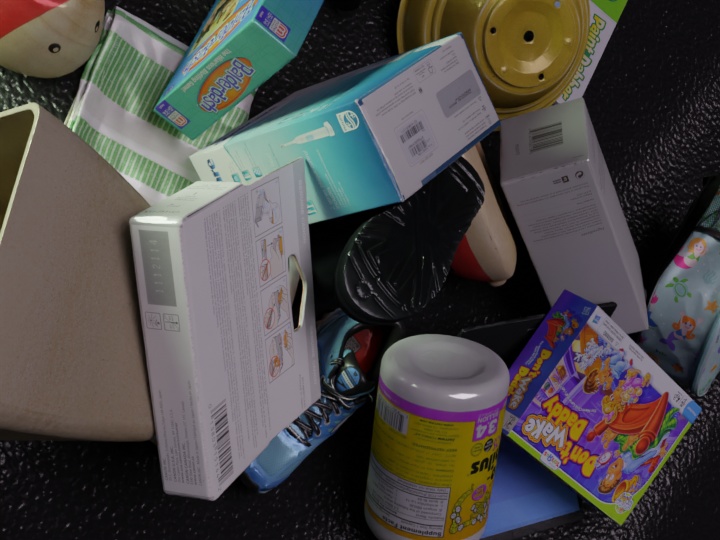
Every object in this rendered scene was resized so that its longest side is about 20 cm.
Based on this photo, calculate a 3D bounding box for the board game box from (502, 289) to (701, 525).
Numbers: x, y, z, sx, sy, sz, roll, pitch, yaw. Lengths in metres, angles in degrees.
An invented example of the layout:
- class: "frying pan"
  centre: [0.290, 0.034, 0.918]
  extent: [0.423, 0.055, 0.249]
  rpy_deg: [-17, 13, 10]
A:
- class: "board game box"
  centre: [0.208, 0.126, 1.152]
  extent: [0.200, 0.045, 0.135]
  rpy_deg: [39, 85, -38]

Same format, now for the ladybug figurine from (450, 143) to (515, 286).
- class: "ladybug figurine"
  centre: [0.080, -0.074, 1.148]
  extent: [0.072, 0.136, 0.201]
  rpy_deg: [-20, 101, 9]

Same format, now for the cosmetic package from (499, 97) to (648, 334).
- class: "cosmetic package"
  centre: [0.197, -0.041, 1.179]
  extent: [0.108, 0.084, 0.200]
  rpy_deg: [-82, 153, -52]

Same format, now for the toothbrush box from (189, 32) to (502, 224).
- class: "toothbrush box"
  centre: [-0.014, -0.103, 1.028]
  extent: [0.146, 0.199, 0.086]
  rpy_deg: [-39, 111, -43]

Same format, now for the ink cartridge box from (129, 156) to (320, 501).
- class: "ink cartridge box"
  centre: [-0.090, 0.034, 0.921]
  extent: [0.176, 0.045, 0.201]
  rpy_deg: [-39, 129, -60]

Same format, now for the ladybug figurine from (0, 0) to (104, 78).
- class: "ladybug figurine"
  centre: [-0.267, -0.244, 0.980]
  extent: [0.136, 0.072, 0.200]
  rpy_deg: [-42, 103, -32]

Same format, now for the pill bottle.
- class: "pill bottle"
  centre: [0.058, 0.161, 1.053]
  extent: [0.104, 0.104, 0.201]
  rpy_deg: [-12, 120, -35]

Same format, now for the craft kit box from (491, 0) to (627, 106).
- class: "craft kit box"
  centre: [0.171, -0.283, 1.301]
  extent: [0.197, 0.048, 0.200]
  rpy_deg: [40, 61, -24]

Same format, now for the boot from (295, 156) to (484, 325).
- class: "boot"
  centre: [0.000, 0.000, 1.035]
  extent: [0.076, 0.168, 0.200]
  rpy_deg: [48, 45, -10]

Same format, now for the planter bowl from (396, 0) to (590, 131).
- class: "planter bowl"
  centre: [0.140, -0.220, 1.187]
  extent: [0.199, 0.083, 0.201]
  rpy_deg: [-6, 108, -18]

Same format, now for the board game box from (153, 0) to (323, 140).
- class: "board game box"
  centre: [-0.076, -0.215, 1.033]
  extent: [0.045, 0.152, 0.201]
  rpy_deg: [38, 52, -20]

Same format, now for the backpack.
- class: "backpack"
  centre: [0.354, 0.024, 1.275]
  extent: [0.150, 0.178, 0.200]
  rpy_deg: [32, 62, 22]

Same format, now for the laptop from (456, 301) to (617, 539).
- class: "laptop"
  centre: [0.148, 0.141, 1.151]
  extent: [0.177, 0.200, 0.103]
  rpy_deg: [-8, 48, -33]

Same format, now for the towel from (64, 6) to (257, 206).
- class: "towel"
  centre: [-0.170, -0.096, 1.043]
  extent: [0.152, 0.023, 0.201]
  rpy_deg: [27, 66, -28]

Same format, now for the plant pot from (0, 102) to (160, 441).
- class: "plant pot"
  centre: [-0.229, 0.028, 0.882]
  extent: [0.177, 0.199, 0.201]
  rpy_deg: [28, 65, -42]

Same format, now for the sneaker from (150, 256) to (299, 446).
- class: "sneaker"
  centre: [-0.110, 0.057, 1.018]
  extent: [0.079, 0.078, 0.201]
  rpy_deg: [27, 58, -13]

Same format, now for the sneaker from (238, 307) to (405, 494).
- class: "sneaker"
  centre: [-0.035, 0.096, 1.052]
  extent: [0.078, 0.090, 0.200]
  rpy_deg: [48, 59, -16]

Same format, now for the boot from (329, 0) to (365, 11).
- class: "boot"
  centre: [-0.007, -0.358, 1.172]
  extent: [0.158, 0.079, 0.212]
  rpy_deg: [-43, 115, -26]
